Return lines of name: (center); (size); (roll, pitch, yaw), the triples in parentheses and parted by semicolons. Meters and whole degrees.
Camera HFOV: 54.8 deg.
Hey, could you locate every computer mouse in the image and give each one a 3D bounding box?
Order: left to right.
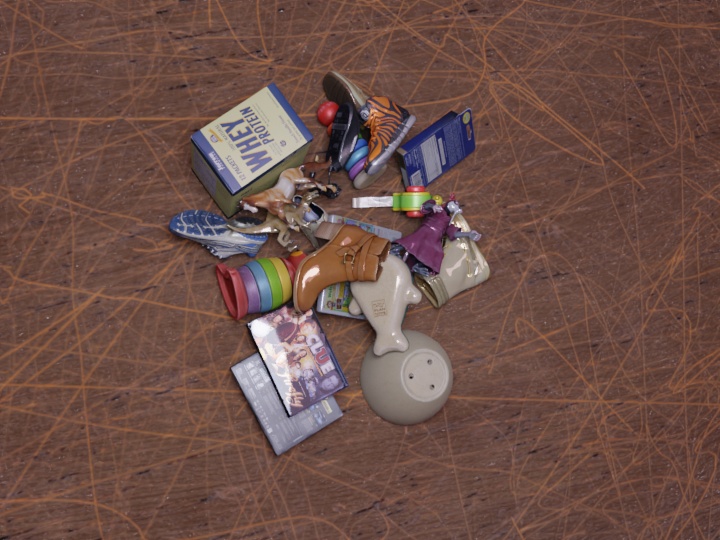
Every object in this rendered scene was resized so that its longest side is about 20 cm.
computer mouse: (-0.052, -0.248, 1.468); (0.046, 0.140, 0.203); (11, 91, -31)

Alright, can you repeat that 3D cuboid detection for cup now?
cup: (0.110, 0.215, 1.422); (0.197, 0.143, 0.203); (2, 79, -12)

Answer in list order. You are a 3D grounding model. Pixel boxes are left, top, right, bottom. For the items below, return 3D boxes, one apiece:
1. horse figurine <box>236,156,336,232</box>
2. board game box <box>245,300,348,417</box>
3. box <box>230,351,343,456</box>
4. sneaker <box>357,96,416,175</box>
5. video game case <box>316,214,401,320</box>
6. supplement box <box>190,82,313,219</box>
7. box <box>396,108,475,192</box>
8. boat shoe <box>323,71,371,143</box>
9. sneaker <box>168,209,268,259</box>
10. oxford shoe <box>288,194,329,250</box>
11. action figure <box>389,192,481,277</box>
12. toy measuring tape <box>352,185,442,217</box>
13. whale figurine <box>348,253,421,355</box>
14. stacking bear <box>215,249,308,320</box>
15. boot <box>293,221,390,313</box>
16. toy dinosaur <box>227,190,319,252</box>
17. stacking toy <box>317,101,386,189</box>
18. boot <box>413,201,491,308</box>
horse figurine: (-0.134, -0.157, 1.376); (0.131, 0.050, 0.201); (24, 56, 21)
board game box: (-0.125, 0.169, 1.380); (0.134, 0.035, 0.202); (-25, 85, -19)
box: (-0.150, 0.245, 1.403); (0.157, 0.051, 0.202); (-29, 87, -16)
sneaker: (0.030, -0.287, 1.454); (0.111, 0.078, 0.201); (36, 51, -3)
video game case: (0.000, 0.000, 1.461); (0.180, 0.022, 0.203); (12, 81, -32)
supplement box: (-0.222, -0.233, 1.393); (0.199, 0.200, 0.135); (-38, 90, -16)
box: (0.171, -0.267, 1.540); (0.199, 0.122, 0.032); (-36, 48, -16)
boat shoe: (0.000, -0.365, 1.546); (0.201, 0.072, 0.076); (51, 53, -4)
sneaker: (-0.288, -0.061, 1.400); (0.197, 0.086, 0.078); (8, 39, -22)
oxford shoe: (-0.078, -0.083, 1.465); (0.199, 0.074, 0.071); (37, 74, -5)
action figure: (0.152, -0.078, 1.468); (0.134, 0.148, 0.201); (46, 62, -23)
toy measuring tape: (0.082, -0.149, 1.503); (0.197, 0.074, 0.075); (-1, 80, -4)
whale figurine: (0.054, 0.067, 1.403); (0.157, 0.104, 0.203); (-14, 81, 20)
stacking bear: (-0.176, 0.018, 1.411); (0.198, 0.121, 0.115); (-18, 106, -25)
boot: (-0.037, 0.004, 1.348); (0.153, 0.074, 0.202); (16, 78, 21)
toy dinosaur: (-0.160, -0.089, 1.399); (0.198, 0.058, 0.102); (-27, 72, -19)
stacking toy: (-0.030, -0.280, 1.515); (0.085, 0.085, 0.201); (-33, 83, -16)
boot: (0.177, -0.036, 1.522); (0.154, 0.073, 0.202); (-29, 90, -15)
